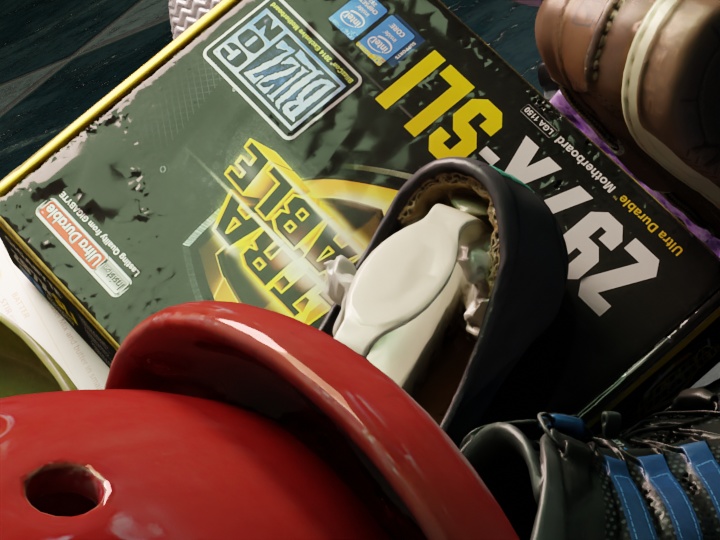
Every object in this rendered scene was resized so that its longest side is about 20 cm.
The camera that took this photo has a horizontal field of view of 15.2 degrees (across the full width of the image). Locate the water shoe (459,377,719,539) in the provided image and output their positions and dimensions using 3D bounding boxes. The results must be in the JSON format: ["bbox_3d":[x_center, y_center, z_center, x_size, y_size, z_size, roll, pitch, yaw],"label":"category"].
[{"bbox_3d":[0.069,0.069,0.770,0.071,0.079,0.200,-12,22,45],"label":"water shoe"}]

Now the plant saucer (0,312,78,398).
[{"bbox_3d":[-0.127,0.106,0.845,0.031,0.201,0.199,2,-11,-45],"label":"plant saucer"}]

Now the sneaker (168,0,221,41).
[{"bbox_3d":[0.001,-0.061,1.101,0.075,0.200,0.114,-40,7,15],"label":"sneaker"}]

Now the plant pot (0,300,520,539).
[{"bbox_3d":[-0.059,0.121,0.626,0.182,0.202,0.200,-27,13,-30],"label":"plant pot"}]

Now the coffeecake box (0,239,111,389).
[{"bbox_3d":[-0.058,0.043,0.929,0.199,0.154,0.073,-30,-29,-6],"label":"coffeecake box"}]

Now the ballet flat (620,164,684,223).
[{"bbox_3d":[0.101,-0.033,1.073,0.070,0.071,0.200,-24,10,16],"label":"ballet flat"}]

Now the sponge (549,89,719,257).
[{"bbox_3d":[0.164,-0.078,1.023,0.200,0.111,0.030,-43,-9,-43],"label":"sponge"}]

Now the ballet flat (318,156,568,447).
[{"bbox_3d":[-0.006,0.049,0.784,0.201,0.073,0.073,-57,25,-17],"label":"ballet flat"}]

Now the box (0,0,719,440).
[{"bbox_3d":[0.000,0.000,0.873,0.159,0.200,0.049,-39,-26,-12],"label":"box"}]

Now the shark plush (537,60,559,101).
[{"bbox_3d":[0.138,-0.097,1.073,0.091,0.083,0.200,-44,-17,23],"label":"shark plush"}]

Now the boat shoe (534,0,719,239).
[{"bbox_3d":[0.120,-0.045,0.848,0.075,0.202,0.075,22,81,37],"label":"boat shoe"}]

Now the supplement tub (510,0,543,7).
[{"bbox_3d":[0.102,-0.195,1.036,0.140,0.141,0.200,-17,15,35],"label":"supplement tub"}]
